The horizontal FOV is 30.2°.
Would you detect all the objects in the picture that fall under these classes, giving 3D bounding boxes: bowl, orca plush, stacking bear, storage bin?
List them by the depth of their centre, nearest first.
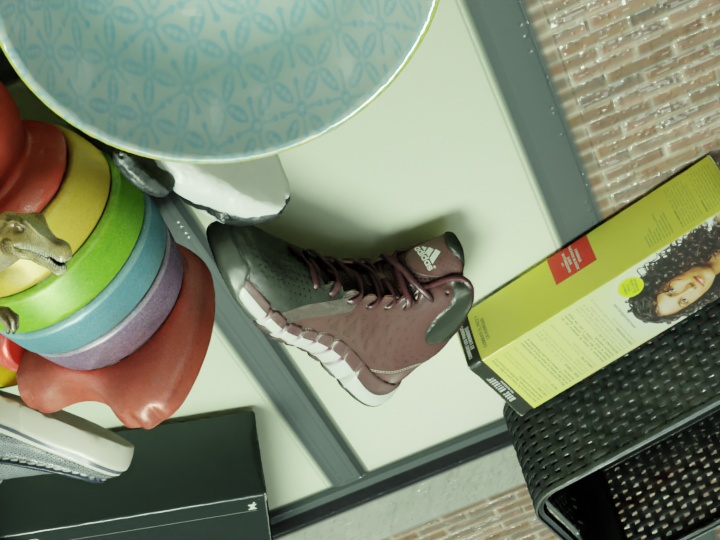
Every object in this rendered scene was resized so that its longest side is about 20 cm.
[{"bbox_3d":[-0.068,-0.159,0.603,0.198,0.108,0.201,-7,133,-7],"label":"bowl"},{"bbox_3d":[-0.168,-0.024,0.668,0.121,0.114,0.200,4,147,35],"label":"stacking bear"},{"bbox_3d":[-0.129,-0.083,0.682,0.199,0.106,0.071,27,146,-32],"label":"orca plush"},{"bbox_3d":[0.218,0.113,0.942,0.199,0.094,0.135,-32,132,15],"label":"storage bin"}]

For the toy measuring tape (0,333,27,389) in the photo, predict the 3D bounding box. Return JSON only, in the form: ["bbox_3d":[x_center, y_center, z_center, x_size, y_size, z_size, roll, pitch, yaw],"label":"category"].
[{"bbox_3d":[-0.227,0.012,0.744,0.073,0.074,0.200,-24,138,10],"label":"toy measuring tape"}]

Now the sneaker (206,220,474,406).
[{"bbox_3d":[0.000,0.000,0.804,0.115,0.076,0.200,-34,142,12],"label":"sneaker"}]

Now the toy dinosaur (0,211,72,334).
[{"bbox_3d":[-0.228,0.005,0.601,0.198,0.058,0.102,0,115,-7],"label":"toy dinosaur"}]

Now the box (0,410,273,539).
[{"bbox_3d":[-0.161,0.183,0.923,0.198,0.079,0.142,-8,136,-6],"label":"box"}]

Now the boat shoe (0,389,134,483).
[{"bbox_3d":[-0.237,0.113,0.782,0.198,0.094,0.075,16,174,8],"label":"boat shoe"}]

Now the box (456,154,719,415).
[{"bbox_3d":[0.162,0.013,0.864,0.199,0.050,0.075,-34,131,19],"label":"box"}]
